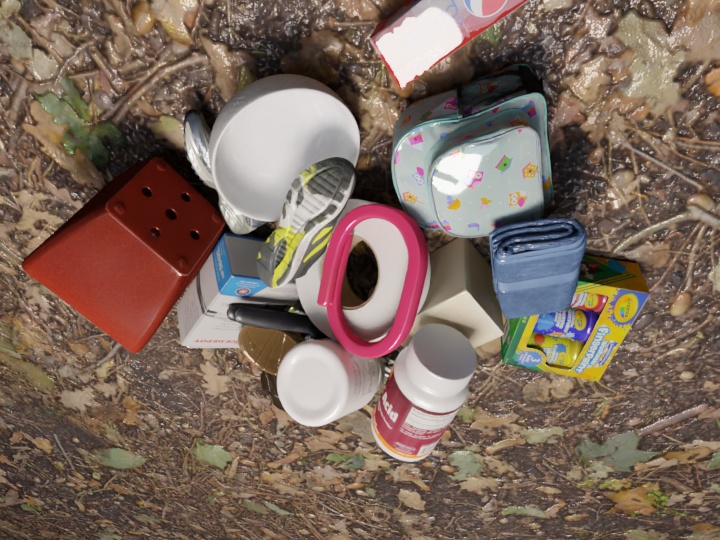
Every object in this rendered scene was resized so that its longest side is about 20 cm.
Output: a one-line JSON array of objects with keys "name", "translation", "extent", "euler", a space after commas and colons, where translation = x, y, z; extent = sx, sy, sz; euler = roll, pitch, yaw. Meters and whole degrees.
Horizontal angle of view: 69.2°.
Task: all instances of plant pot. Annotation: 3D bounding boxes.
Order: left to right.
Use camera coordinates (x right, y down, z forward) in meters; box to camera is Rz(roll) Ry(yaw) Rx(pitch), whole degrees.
[{"name": "plant pot", "translation": [-0.315, -0.040, 0.760], "extent": [0.175, 0.202, 0.200], "euler": [-30, 116, 35]}]

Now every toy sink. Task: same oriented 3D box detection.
[{"name": "toy sink", "translation": [0.115, 0.065, 0.828], "extent": [0.198, 0.132, 0.112], "euler": [-31, 119, 29]}]

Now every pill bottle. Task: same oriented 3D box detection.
[{"name": "pill bottle", "translation": [-0.033, 0.161, 0.798], "extent": [0.112, 0.199, 0.117], "euler": [-2, 84, 21]}, {"name": "pill bottle", "translation": [0.091, 0.181, 0.769], "extent": [0.112, 0.115, 0.203], "euler": [16, 130, -3]}]

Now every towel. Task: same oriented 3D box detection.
[{"name": "towel", "translation": [0.226, -0.001, 0.673], "extent": [0.109, 0.050, 0.201], "euler": [-8, 150, 13]}]

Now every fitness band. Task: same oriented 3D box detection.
[{"name": "fitness band", "translation": [0.015, 0.015, 0.692], "extent": [0.141, 0.037, 0.205], "euler": [19, 102, 28]}]

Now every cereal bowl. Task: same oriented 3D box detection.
[{"name": "cereal bowl", "translation": [-0.104, -0.167, 0.687], "extent": [0.196, 0.084, 0.202], "euler": [-17, 140, -14]}]

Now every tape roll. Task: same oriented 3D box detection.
[{"name": "tape roll", "translation": [0.000, 0.000, 0.761], "extent": [0.199, 0.070, 0.208], "euler": [1, 92, 33]}]

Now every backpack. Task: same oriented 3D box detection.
[{"name": "backpack", "translation": [0.134, -0.133, 0.652], "extent": [0.195, 0.155, 0.178], "euler": [-6, 134, 19]}]

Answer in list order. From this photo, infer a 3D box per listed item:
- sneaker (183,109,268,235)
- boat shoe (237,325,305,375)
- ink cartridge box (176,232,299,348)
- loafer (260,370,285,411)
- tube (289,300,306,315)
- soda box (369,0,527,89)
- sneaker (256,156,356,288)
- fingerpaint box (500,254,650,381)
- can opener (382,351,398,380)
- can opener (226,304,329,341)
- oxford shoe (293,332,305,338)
[{"name": "sneaker", "translation": [-0.182, -0.149, 0.758], "extent": [0.085, 0.079, 0.202], "euler": [-18, 132, 9]}, {"name": "boat shoe", "translation": [-0.125, 0.143, 0.897], "extent": [0.198, 0.064, 0.072], "euler": [31, 88, -26]}, {"name": "ink cartridge box", "translation": [-0.197, 0.042, 0.860], "extent": [0.144, 0.086, 0.200], "euler": [8, 140, -41]}, {"name": "loafer", "translation": [-0.172, 0.218, 1.042], "extent": [0.070, 0.074, 0.203], "euler": [-1, 128, 12]}, {"name": "tube", "translation": [-0.031, 0.081, 0.926], "extent": [0.195, 0.053, 0.058], "euler": [16, 166, -7]}, {"name": "soda box", "translation": [0.109, -0.294, 0.579], "extent": [0.197, 0.064, 0.070], "euler": [-26, 120, 29]}, {"name": "sneaker", "translation": [-0.069, -0.067, 0.714], "extent": [0.074, 0.084, 0.201], "euler": [42, 107, 14]}, {"name": "fingerpaint box", "translation": [0.330, 0.075, 0.832], "extent": [0.163, 0.074, 0.203], "euler": [10, 130, 3]}, {"name": "can opener", "translation": [-0.005, 0.165, 0.982], "extent": [0.196, 0.054, 0.068], "euler": [22, 131, -6]}, {"name": "can opener", "translation": [-0.119, 0.077, 0.834], "extent": [0.196, 0.081, 0.063], "euler": [7, 171, -34]}, {"name": "oxford shoe", "translation": [-0.099, 0.204, 1.007], "extent": [0.072, 0.071, 0.202], "euler": [-30, 114, 0]}]
